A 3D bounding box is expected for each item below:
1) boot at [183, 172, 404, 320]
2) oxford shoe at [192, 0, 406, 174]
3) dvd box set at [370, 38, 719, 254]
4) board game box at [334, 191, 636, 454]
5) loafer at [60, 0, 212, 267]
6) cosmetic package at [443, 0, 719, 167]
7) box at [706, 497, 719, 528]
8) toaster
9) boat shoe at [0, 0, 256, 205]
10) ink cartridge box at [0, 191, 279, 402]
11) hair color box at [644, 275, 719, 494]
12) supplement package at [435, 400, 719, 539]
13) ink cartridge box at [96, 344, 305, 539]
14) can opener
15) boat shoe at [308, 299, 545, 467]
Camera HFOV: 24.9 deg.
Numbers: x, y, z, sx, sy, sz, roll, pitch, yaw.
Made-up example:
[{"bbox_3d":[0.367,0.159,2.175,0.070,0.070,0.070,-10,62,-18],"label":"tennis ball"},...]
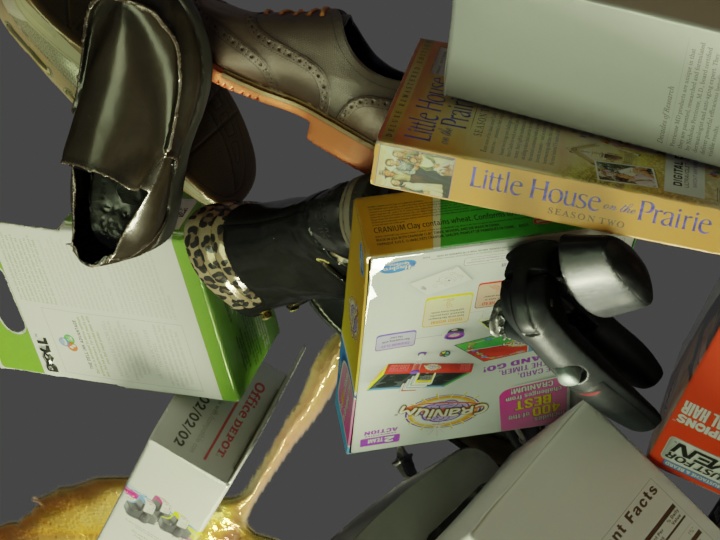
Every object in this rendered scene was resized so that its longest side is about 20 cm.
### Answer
[{"bbox_3d":[0.000,0.000,1.011,0.150,0.074,0.200,-5,160,34],"label":"boot"},{"bbox_3d":[-0.041,-0.133,0.966,0.199,0.071,0.073,31,109,0],"label":"oxford shoe"},{"bbox_3d":[0.114,-0.067,0.858,0.199,0.147,0.030,11,120,5],"label":"dvd box set"},{"bbox_3d":[0.066,0.028,0.935,0.152,0.041,0.201,-7,144,-10],"label":"board game box"},{"bbox_3d":[-0.133,-0.079,0.941,0.073,0.071,0.201,18,129,14],"label":"loafer"},{"bbox_3d":[0.153,-0.126,0.834,0.199,0.108,0.085,16,135,15],"label":"cosmetic package"},{"bbox_3d":[0.295,0.189,1.047,0.159,0.044,0.201,6,136,-10],"label":"box"},{"bbox_3d":[0.047,0.230,1.073,0.200,0.181,0.119,50,151,4],"label":"toaster"},{"bbox_3d":[-0.147,-0.115,1.022,0.200,0.072,0.065,45,145,-16],"label":"boat shoe"},{"bbox_3d":[-0.173,0.004,1.132,0.199,0.076,0.149,6,132,23],"label":"ink cartridge box"},{"bbox_3d":[0.232,0.024,0.925,0.064,0.111,0.201,23,135,7],"label":"hair color box"},{"bbox_3d":[0.149,0.200,0.974,0.200,0.120,0.121,44,153,4],"label":"supplement package"},{"bbox_3d":[-0.119,0.130,1.188,0.068,0.115,0.200,30,135,-2],"label":"ink cartridge box"},{"bbox_3d":[0.126,0.042,0.878,0.078,0.064,0.200,5,155,28],"label":"can opener"},{"bbox_3d":[0.040,0.061,1.087,0.200,0.060,0.074,39,136,-10],"label":"boat shoe"}]
